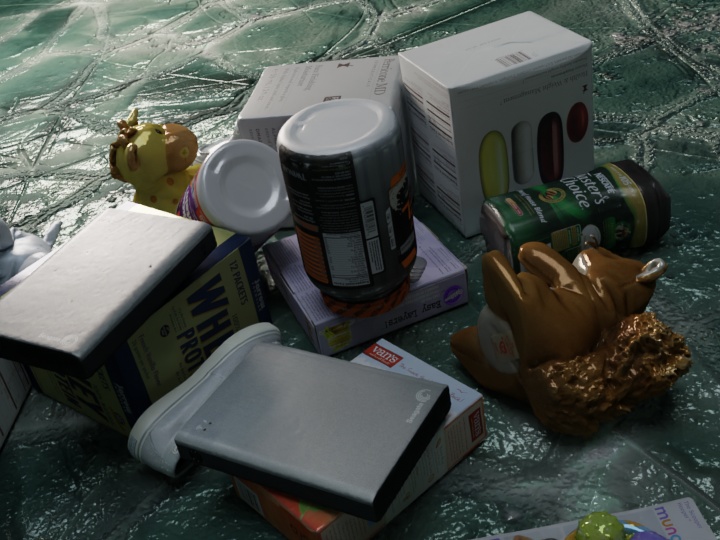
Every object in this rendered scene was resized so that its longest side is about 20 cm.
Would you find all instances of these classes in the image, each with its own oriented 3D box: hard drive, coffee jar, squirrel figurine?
[{"bbox_3d":[-0.039,0.131,0.796,0.199,0.033,0.140,10,39,29],"label":"hard drive"},{"bbox_3d":[0.243,-0.059,1.051,0.199,0.086,0.104,-16,34,-9],"label":"coffee jar"},{"bbox_3d":[-0.247,0.016,0.875,0.139,0.033,0.200,9,41,27],"label":"hard drive"},{"bbox_3d":[0.217,0.058,0.875,0.186,0.142,0.200,-16,47,-26],"label":"squirrel figurine"}]

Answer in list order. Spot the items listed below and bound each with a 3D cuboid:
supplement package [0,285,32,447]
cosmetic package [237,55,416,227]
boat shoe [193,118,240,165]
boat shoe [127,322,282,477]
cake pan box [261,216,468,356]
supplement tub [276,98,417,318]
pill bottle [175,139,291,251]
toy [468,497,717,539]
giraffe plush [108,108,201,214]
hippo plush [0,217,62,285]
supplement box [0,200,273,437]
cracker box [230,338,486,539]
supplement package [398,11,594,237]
[{"bbox_3d":[-0.428,0.124,0.947,0.116,0.118,0.201,-8,33,6],"label":"supplement package"},{"bbox_3d":[-0.033,-0.169,1.220,0.198,0.166,0.165,-3,35,12],"label":"cosmetic package"},{"bbox_3d":[-0.153,-0.199,1.370,0.199,0.072,0.070,-14,33,-5],"label":"boat shoe"},{"bbox_3d":[-0.133,0.129,0.911,0.071,0.070,0.201,30,49,23],"label":"boat shoe"},{"bbox_3d":[0.000,0.000,1.067,0.183,0.053,0.200,-19,35,-15],"label":"cake pan box"},{"bbox_3d":[-0.008,-0.059,0.933,0.122,0.201,0.123,-7,36,5],"label":"supplement tub"},{"bbox_3d":[-0.155,-0.067,1.085,0.111,0.112,0.200,-30,-2,-26],"label":"pill bottle"},{"bbox_3d":[0.177,0.220,0.693,0.198,0.047,0.115,-13,35,-2],"label":"toy"},{"bbox_3d":[-0.262,-0.128,1.228,0.199,0.163,0.172,-30,38,-27],"label":"giraffe plush"},{"bbox_3d":[-0.388,0.029,1.093,0.160,0.160,0.200,25,3,19],"label":"hippo plush"},{"bbox_3d":[-0.235,0.048,0.986,0.199,0.135,0.200,16,43,34],"label":"supplement box"},{"bbox_3d":[-0.002,0.156,0.830,0.199,0.058,0.134,-34,40,-28],"label":"cracker box"},{"bbox_3d":[0.172,-0.183,1.151,0.190,0.201,0.147,-20,35,-12],"label":"supplement package"}]
